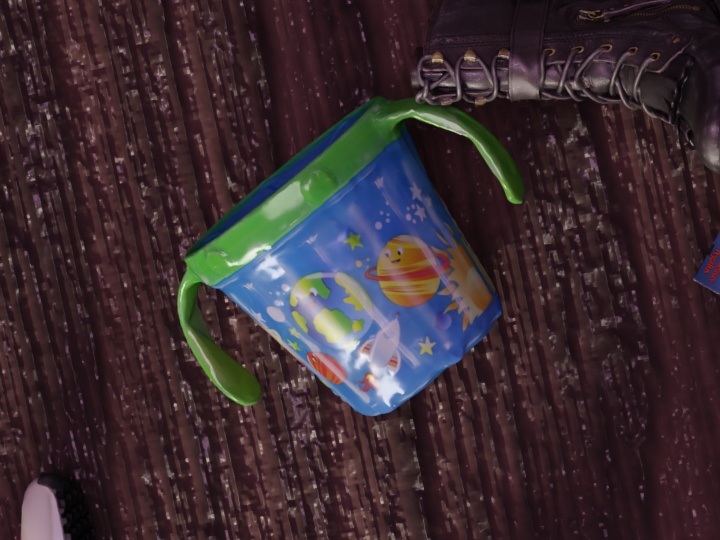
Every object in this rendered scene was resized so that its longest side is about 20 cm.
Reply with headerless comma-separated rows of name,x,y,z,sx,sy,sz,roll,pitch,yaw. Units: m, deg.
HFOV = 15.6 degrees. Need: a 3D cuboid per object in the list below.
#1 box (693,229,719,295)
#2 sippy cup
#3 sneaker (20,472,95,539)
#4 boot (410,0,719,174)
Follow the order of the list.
box,0.274,-0.049,1.315,0.137,0.038,0.200,31,96,34
sippy cup,0.000,0.000,1.366,0.130,0.140,0.178,50,146,-6
sneaker,-0.194,0.212,1.442,0.093,0.070,0.200,0,97,5
boot,0.112,-0.096,1.312,0.174,0.200,0.069,-2,118,5
